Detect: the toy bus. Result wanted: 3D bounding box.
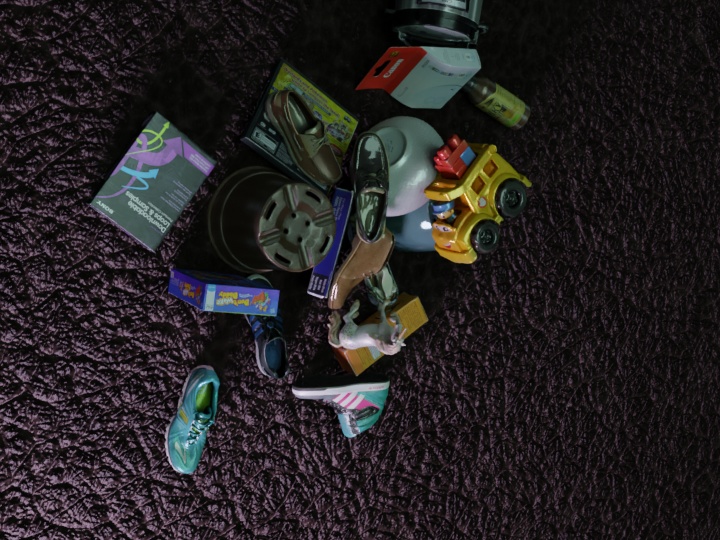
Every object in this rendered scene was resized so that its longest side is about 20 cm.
[{"bbox_3d":[0.185,-0.143,1.580,0.192,0.135,0.201,44,77,-30],"label":"toy bus"}]

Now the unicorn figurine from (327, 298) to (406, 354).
[{"bbox_3d":[0.026,0.114,1.674,0.074,0.198,0.138,54,30,-31],"label":"unicorn figurine"}]

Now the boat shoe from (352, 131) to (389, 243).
[{"bbox_3d":[0.023,-0.148,1.565,0.072,0.065,0.203,-5,98,-6],"label":"boat shoe"}]

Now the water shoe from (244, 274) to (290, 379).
[{"bbox_3d":[-0.169,0.105,1.636,0.071,0.079,0.203,-19,105,-26],"label":"water shoe"}]

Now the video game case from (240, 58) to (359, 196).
[{"bbox_3d":[-0.109,-0.264,1.629,0.199,0.025,0.183,34,65,-28],"label":"video game case"}]

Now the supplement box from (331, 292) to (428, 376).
[{"bbox_3d":[0.041,0.127,1.765,0.199,0.066,0.069,-37,113,-20],"label":"supplement box"}]

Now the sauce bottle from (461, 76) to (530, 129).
[{"bbox_3d":[0.270,-0.366,1.833,0.198,0.064,0.066,24,85,-28],"label":"sauce bottle"}]

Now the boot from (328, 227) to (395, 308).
[{"bbox_3d":[0.000,0.000,1.685,0.075,0.074,0.202,30,110,6],"label":"boot"}]

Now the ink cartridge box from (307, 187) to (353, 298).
[{"bbox_3d":[-0.055,-0.050,1.617,0.040,0.200,0.203,15,88,-2],"label":"ink cartridge box"}]

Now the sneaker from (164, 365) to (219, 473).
[{"bbox_3d":[-0.303,0.273,1.582,0.077,0.079,0.203,12,91,-30],"label":"sneaker"}]

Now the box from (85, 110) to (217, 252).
[{"bbox_3d":[-0.362,-0.154,1.519,0.143,0.036,0.201,38,79,-28],"label":"box"}]

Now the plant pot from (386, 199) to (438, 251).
[{"bbox_3d":[0.142,-0.132,1.734,0.198,0.160,0.204,-4,98,-28],"label":"plant pot"}]

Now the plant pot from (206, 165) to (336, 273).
[{"bbox_3d":[-0.149,-0.085,1.555,0.198,0.197,0.204,-4,98,-29],"label":"plant pot"}]

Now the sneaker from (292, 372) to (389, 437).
[{"bbox_3d":[-0.041,0.271,1.732,0.197,0.084,0.123,0,105,-14],"label":"sneaker"}]

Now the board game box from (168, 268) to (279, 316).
[{"bbox_3d":[-0.242,0.037,1.516,0.133,0.199,0.046,6,94,-29],"label":"board game box"}]

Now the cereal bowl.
[{"bbox_3d":[0.063,-0.210,1.650,0.202,0.198,0.083,-59,146,-9],"label":"cereal bowl"}]

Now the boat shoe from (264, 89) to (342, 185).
[{"bbox_3d":[-0.095,-0.240,1.575,0.201,0.071,0.076,51,58,-20],"label":"boat shoe"}]

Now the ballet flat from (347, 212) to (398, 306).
[{"bbox_3d":[0.031,-0.021,1.739,0.074,0.074,0.202,-28,109,-23],"label":"ballet flat"}]

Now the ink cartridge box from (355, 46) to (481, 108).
[{"bbox_3d":[0.111,-0.372,1.685,0.197,0.160,0.048,-7,74,-29],"label":"ink cartridge box"}]

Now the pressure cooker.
[{"bbox_3d":[0.154,-0.515,1.684,0.177,0.174,0.203,6,95,-47],"label":"pressure cooker"}]
